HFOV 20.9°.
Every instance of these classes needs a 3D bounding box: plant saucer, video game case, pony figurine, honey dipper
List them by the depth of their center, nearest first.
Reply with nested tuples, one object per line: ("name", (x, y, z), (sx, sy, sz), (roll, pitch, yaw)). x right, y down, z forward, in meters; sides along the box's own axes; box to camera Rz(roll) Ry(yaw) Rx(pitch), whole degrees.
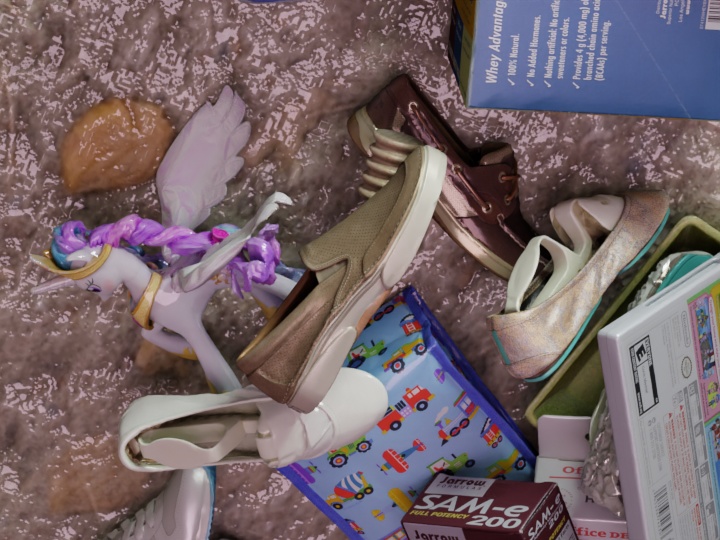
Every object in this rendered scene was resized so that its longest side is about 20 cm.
("honey dipper", (0.000, 0.000, 1.365), (0.038, 0.038, 0.200), (14, 106, -8))
("video game case", (0.241, 0.099, 1.375), (0.182, 0.022, 0.200), (-29, 116, -39))
("pony figurine", (-0.108, -0.005, 1.376), (0.193, 0.167, 0.200), (-41, 125, 15))
("plant saucer", (0.256, 0.078, 1.468), (0.200, 0.048, 0.200), (33, 107, -14))

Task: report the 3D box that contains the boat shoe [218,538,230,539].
("boat shoe", (-0.035, 0.269, 1.516), (0.200, 0.074, 0.065), (22, 113, -12))

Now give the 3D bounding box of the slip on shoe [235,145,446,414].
("slip on shoe", (-0.012, -0.001, 1.301), (0.061, 0.076, 0.200), (30, 101, -10))

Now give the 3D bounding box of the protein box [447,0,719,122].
("protein box", (0.170, -0.214, 1.301), (0.200, 0.135, 0.199), (3, 111, -4))

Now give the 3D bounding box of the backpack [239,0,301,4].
("backpack", (-0.029, -0.251, 1.243), (0.183, 0.200, 0.147), (-5, 112, -2))

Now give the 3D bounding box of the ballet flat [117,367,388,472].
("ballet flat", (-0.079, 0.114, 1.364), (0.200, 0.069, 0.069), (-8, 112, 16))

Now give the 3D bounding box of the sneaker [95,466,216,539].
("sneaker", (-0.166, 0.223, 1.491), (0.081, 0.077, 0.200), (22, 107, -9))

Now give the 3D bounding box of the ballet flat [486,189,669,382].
("ballet flat", (0.152, -0.009, 1.369), (0.067, 0.200, 0.068), (50, 144, -16))

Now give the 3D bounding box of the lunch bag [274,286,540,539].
("lunch bag", (0.040, 0.140, 1.469), (0.151, 0.094, 0.200), (-35, 118, 8))

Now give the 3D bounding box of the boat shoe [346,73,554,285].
("boat shoe", (0.084, -0.062, 1.395), (0.200, 0.072, 0.072), (42, 105, -10))

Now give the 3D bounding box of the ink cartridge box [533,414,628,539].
("ink cartridge box", (0.187, 0.206, 1.467), (0.115, 0.068, 0.200), (2, 128, 11))

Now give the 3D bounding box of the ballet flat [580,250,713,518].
("ballet flat", (0.198, 0.077, 1.395), (0.072, 0.072, 0.200), (19, 82, -10))

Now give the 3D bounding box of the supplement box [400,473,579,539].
("supplement box", (0.117, 0.247, 1.434), (0.109, 0.061, 0.200), (-1, 123, 38))
